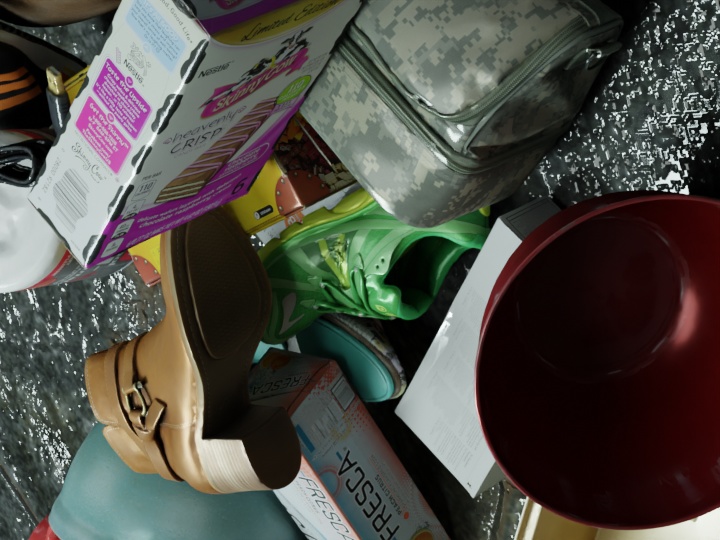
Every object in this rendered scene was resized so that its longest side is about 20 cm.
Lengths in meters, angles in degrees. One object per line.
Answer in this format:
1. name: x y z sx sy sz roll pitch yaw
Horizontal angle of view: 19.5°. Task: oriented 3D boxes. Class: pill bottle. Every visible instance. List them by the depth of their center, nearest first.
1. pill bottle: -0.211 -0.046 1.478 0.111 0.200 0.111 2 95 21

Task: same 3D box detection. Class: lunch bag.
1. lunch bag: 0.044 -0.152 1.208 0.200 0.139 0.168 51 129 15

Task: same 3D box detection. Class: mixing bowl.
1. mixing bowl: 0.149 0.034 1.178 0.108 0.200 0.200 -118 18 -67

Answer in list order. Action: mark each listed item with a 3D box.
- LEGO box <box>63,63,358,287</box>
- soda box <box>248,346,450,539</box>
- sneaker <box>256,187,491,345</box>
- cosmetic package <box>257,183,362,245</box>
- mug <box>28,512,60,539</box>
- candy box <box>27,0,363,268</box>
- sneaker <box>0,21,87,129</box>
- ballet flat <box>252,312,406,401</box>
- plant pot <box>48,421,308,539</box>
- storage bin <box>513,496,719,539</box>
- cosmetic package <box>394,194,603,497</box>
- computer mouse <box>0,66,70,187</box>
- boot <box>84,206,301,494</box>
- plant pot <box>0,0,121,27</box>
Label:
1. LEGO box: -0.097 -0.092 1.355 0.200 0.077 0.149 -23 94 51
2. soda box: -0.014 0.145 1.436 0.068 0.064 0.200 9 140 45
3. sneaker: 0.000 0.000 1.334 0.200 0.074 0.084 -33 63 30
4. cosmetic package: -0.058 -0.112 1.403 0.200 0.052 0.151 52 142 12
5. mug: -0.179 0.239 1.680 0.200 0.133 0.178 12 119 48
6. candy box: -0.089 -0.101 1.157 0.061 0.136 0.200 48 137 15
7. sneaker: -0.262 -0.129 1.442 0.070 0.200 0.090 24 93 22
8. ballet flat: -0.031 0.039 1.445 0.200 0.072 0.072 11 119 43
9. plant pot: -0.111 0.142 1.517 0.200 0.200 0.134 23 100 38
10. storage bin: 0.194 0.210 1.277 0.200 0.094 0.199 36 134 29
11. cosmetic package: 0.095 0.051 1.328 0.083 0.051 0.200 49 139 21
12. computer mouse: -0.255 -0.134 1.319 0.140 0.046 0.200 6 119 22
13. boot: -0.121 0.050 1.353 0.155 0.077 0.200 0 116 48
14. plant pot: -0.212 -0.241 1.415 0.187 0.187 0.200 61 157 1
